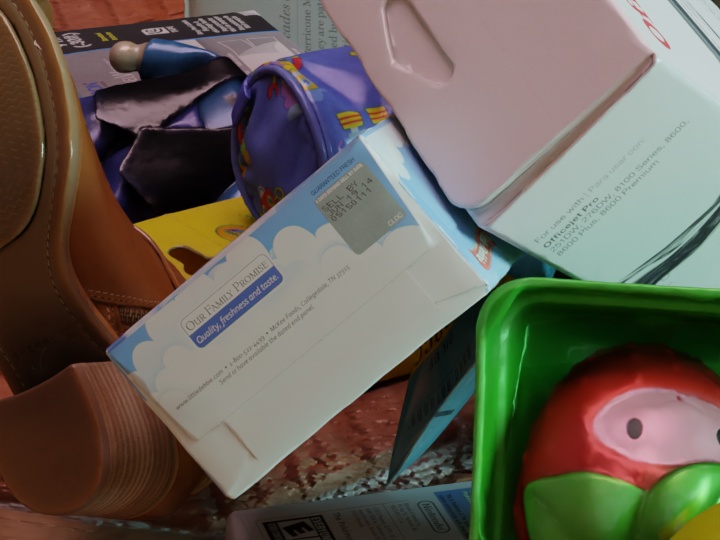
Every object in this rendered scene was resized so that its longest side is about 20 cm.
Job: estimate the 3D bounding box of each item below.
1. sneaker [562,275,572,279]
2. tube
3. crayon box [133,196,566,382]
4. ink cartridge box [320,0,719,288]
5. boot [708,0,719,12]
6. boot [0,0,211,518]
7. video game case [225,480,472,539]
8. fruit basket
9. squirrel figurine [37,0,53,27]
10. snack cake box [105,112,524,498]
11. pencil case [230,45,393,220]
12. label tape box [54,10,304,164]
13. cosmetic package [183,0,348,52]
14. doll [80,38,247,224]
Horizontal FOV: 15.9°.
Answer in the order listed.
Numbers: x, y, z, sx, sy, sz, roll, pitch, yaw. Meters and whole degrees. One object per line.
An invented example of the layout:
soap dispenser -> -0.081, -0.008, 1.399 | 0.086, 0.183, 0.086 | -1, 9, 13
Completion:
sneaker -> 0.170, 0.050, 1.013 | 0.200, 0.076, 0.091 | 25, 6, 26
tube -> 0.052, 0.009, 1.042 | 0.050, 0.077, 0.200 | 28, 32, -2
crayon box -> 0.000, 0.000, 1.165 | 0.200, 0.051, 0.127 | -14, 27, -32
ink cartridge box -> 0.088, -0.059, 0.913 | 0.200, 0.084, 0.145 | 26, 25, -51
boot -> 0.140, -0.130, 1.100 | 0.200, 0.074, 0.155 | -9, 24, 29
boot -> -0.102, -0.006, 0.960 | 0.074, 0.200, 0.155 | -11, -3, 18
video game case -> 0.062, 0.125, 0.900 | 0.182, 0.022, 0.200 | -6, 22, -14
fruit basket -> 0.131, 0.084, 0.799 | 0.216, 0.156, 0.216 | 2, 4, 0
squirrel figurine -> -0.265, -0.109, 1.297 | 0.187, 0.142, 0.200 | -24, 37, 8
snack cake box -> -0.001, -0.002, 0.909 | 0.115, 0.067, 0.200 | -41, 0, 15
pencil case -> 0.031, -0.074, 1.173 | 0.200, 0.078, 0.087 | -18, 57, -38
label tape box -> -0.125, -0.080, 1.345 | 0.200, 0.063, 0.144 | -8, 23, -19
cosmetic package -> 0.018, -0.209, 1.525 | 0.200, 0.165, 0.165 | 9, 24, 21
doll -> -0.099, -0.054, 1.237 | 0.200, 0.048, 0.136 | -20, 67, -21
